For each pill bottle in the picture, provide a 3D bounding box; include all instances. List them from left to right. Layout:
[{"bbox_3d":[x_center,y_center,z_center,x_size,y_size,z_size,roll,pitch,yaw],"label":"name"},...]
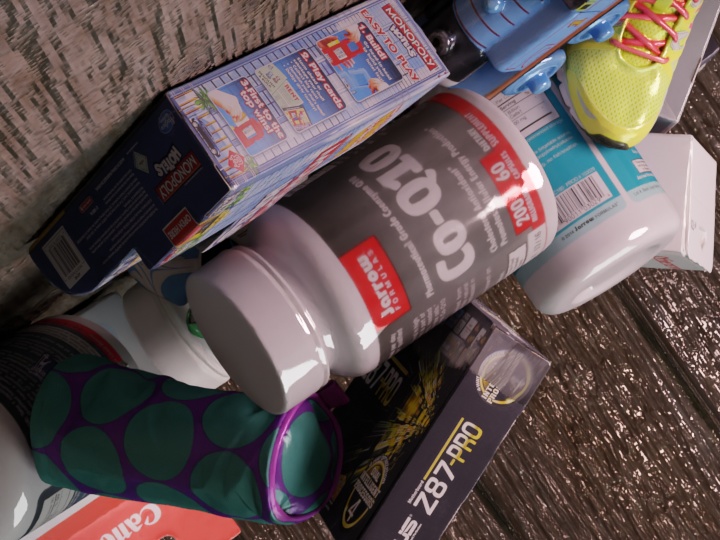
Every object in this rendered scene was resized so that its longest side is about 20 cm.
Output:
[{"bbox_3d":[-0.238,0.114,1.553,0.119,0.120,0.200,-37,176,35],"label":"pill bottle"},{"bbox_3d":[-0.064,-0.003,1.708,0.200,0.113,0.113,-36,177,11],"label":"pill bottle"},{"bbox_3d":[0.006,-0.010,1.391,0.200,0.114,0.114,-35,177,-20],"label":"pill bottle"},{"bbox_3d":[0.110,-0.080,1.540,0.110,0.201,0.111,-31,169,-7],"label":"pill bottle"}]

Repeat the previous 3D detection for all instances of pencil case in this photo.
[{"bbox_3d":[-0.108,0.100,1.459,0.199,0.085,0.093,8,-123,33],"label":"pencil case"}]

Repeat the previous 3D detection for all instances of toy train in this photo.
[{"bbox_3d":[0.112,-0.170,1.415,0.200,0.087,0.114,-35,169,29],"label":"toy train"}]

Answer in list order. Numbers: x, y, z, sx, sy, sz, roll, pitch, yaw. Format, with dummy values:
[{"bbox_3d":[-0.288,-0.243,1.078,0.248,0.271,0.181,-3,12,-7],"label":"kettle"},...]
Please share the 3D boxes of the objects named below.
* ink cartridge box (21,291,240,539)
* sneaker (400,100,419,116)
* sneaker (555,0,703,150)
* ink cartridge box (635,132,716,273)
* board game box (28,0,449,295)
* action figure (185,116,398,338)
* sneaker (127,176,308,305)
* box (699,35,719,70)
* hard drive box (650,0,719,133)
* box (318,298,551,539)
[{"bbox_3d":[-0.188,0.139,1.702,0.160,0.201,0.047,-33,179,-32],"label":"ink cartridge box"},{"bbox_3d":[0.092,-0.154,1.747,0.082,0.071,0.200,-5,-163,27],"label":"sneaker"},{"bbox_3d":[0.179,-0.173,1.483,0.090,0.078,0.201,152,-46,-69],"label":"sneaker"},{"bbox_3d":[0.140,-0.050,1.664,0.199,0.086,0.146,3,176,15],"label":"ink cartridge box"},{"bbox_3d":[-0.056,-0.068,1.296,0.200,0.062,0.200,-32,176,-36],"label":"board game box"},{"bbox_3d":[-0.040,-0.023,1.606,0.200,0.118,0.055,-43,136,8],"label":"action figure"},{"bbox_3d":[-0.086,-0.027,1.509,0.072,0.073,0.200,-39,177,31],"label":"sneaker"},{"bbox_3d":[0.176,-0.157,1.954,0.200,0.115,0.132,-35,177,-1],"label":"box"},{"bbox_3d":[0.197,-0.172,1.673,0.200,0.076,0.157,118,-7,-85],"label":"hard drive box"},{"bbox_3d":[0.034,0.091,1.452,0.162,0.049,0.200,-55,-166,3],"label":"box"}]
